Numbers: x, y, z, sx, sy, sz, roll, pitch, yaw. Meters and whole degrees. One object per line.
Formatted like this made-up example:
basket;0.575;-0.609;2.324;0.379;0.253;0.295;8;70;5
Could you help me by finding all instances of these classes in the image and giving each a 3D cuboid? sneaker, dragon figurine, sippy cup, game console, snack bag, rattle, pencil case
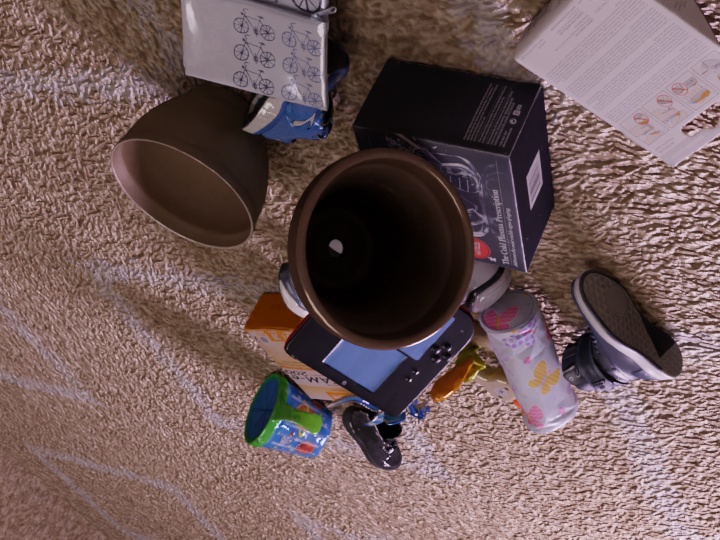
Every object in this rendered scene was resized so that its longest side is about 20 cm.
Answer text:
sneaker;0.089;0.024;1.460;0.199;0.076;0.115;-36;110;25
sneaker;-0.059;-0.201;1.286;0.088;0.080;0.199;21;157;-23
dragon figurine;0.038;0.217;1.797;0.058;0.199;0.101;-7;100;42
sippy cup;-0.125;0.274;2.052;0.129;0.179;0.141;26;110;-21
game console;0.028;0.080;1.397;0.199;0.178;0.031;34;-167;-28
snack bag;-0.111;-0.277;1.165;0.186;0.021;0.203;18;128;20
sneaker;0.038;0.295;2.004;0.103;0.060;0.200;0;138;48
sneaker;0.292;0.083;1.426;0.202;0.078;0.145;42;146;-27
rattle;0.194;0.181;1.613;0.128;0.144;0.201;-12;130;24
sneaker;-0.035;0.041;1.660;0.086;0.079;0.199;-23;132;40
pencil case;0.226;0.122;1.509;0.202;0.082;0.091;63;173;-33

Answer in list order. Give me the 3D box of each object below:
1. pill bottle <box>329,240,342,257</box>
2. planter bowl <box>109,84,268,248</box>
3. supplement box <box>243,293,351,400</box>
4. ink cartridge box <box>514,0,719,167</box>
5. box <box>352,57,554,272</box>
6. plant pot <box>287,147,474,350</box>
pill bottle;0.000;0.000;1.430;0.111;0.112;0.203;18;116;15
planter bowl;-0.194;-0.143;1.413;0.197;0.136;0.201;21;151;12
supplement box;-0.077;0.126;1.813;0.125;0.074;0.200;-1;141;42
ink cartridge box;0.262;-0.196;1.038;0.198;0.051;0.161;29;151;-11
box;0.107;-0.113;1.238;0.179;0.105;0.201;15;149;24
plant pot;-0.003;-0.023;1.202;0.199;0.202;0.174;37;168;-19
